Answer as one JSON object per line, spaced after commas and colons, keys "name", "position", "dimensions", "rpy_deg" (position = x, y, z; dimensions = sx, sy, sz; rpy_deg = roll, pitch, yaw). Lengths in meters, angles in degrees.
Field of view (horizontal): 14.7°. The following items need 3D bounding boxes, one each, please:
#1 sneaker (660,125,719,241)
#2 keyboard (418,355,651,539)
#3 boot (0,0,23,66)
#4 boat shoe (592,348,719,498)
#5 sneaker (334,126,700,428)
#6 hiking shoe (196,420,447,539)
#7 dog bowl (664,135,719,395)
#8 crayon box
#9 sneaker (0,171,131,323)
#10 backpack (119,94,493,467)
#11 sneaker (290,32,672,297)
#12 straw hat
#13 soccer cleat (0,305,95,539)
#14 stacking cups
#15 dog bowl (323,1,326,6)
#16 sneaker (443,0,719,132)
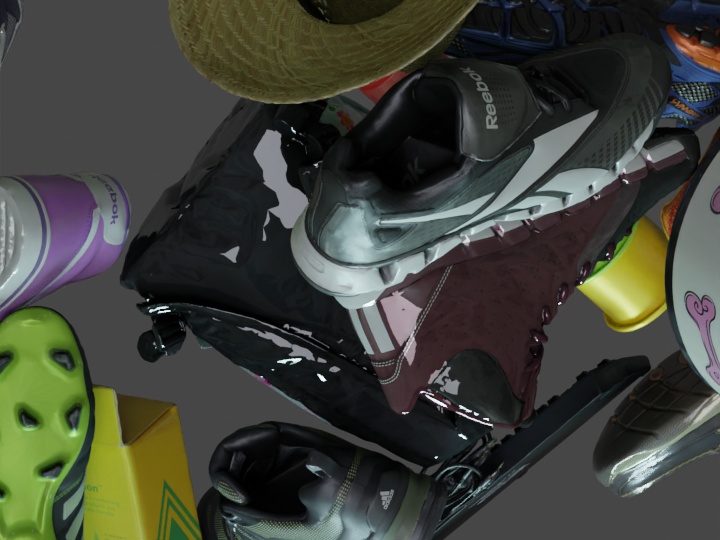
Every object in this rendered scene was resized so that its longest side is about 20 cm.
{"name": "sneaker", "position": [0.221, -0.083, 1.385], "dimensions": [0.200, 0.077, 0.073], "rpy_deg": [-45, 121, 4]}
{"name": "keyboard", "position": [0.060, 0.102, 1.482], "dimensions": [0.200, 0.104, 0.040], "rpy_deg": [-42, 79, 20]}
{"name": "boot", "position": [-0.234, -0.064, 1.421], "dimensions": [0.072, 0.090, 0.201], "rpy_deg": [23, 116, -6]}
{"name": "boat shoe", "position": [0.212, 0.066, 1.456], "dimensions": [0.200, 0.075, 0.073], "rpy_deg": [-35, 108, 21]}
{"name": "sneaker", "position": [0.084, 0.010, 1.329], "dimensions": [0.199, 0.076, 0.116], "rpy_deg": [-22, 102, -19]}
{"name": "hiking shoe", "position": [-0.041, 0.110, 1.454], "dimensions": [0.101, 0.076, 0.200], "rpy_deg": [37, 155, -25]}
{"name": "dog bowl", "position": [0.251, -0.001, 1.349], "dimensions": [0.199, 0.074, 0.201], "rpy_deg": [-9, 118, -19]}
{"name": "crayon box", "position": [-0.150, 0.132, 1.506], "dimensions": [0.127, 0.051, 0.201], "rpy_deg": [9, 121, 31]}
{"name": "sneaker", "position": [-0.195, 0.010, 1.454], "dimensions": [0.200, 0.114, 0.073], "rpy_deg": [-30, 82, 37]}
{"name": "backpack", "position": [0.000, 0.000, 1.413], "dimensions": [0.200, 0.127, 0.167], "rpy_deg": [35, 122, -13]}
{"name": "sneaker", "position": [0.060, -0.062, 1.241], "dimensions": [0.199, 0.067, 0.091], "rpy_deg": [-28, 154, -18]}
{"name": "straw hat", "position": [0.012, -0.142, 1.272], "dimensions": [0.200, 0.202, 0.085], "rpy_deg": [-25, 142, 16]}
{"name": "soccer cleat", "position": [-0.170, 0.113, 1.432], "dimensions": [0.067, 0.081, 0.201], "rpy_deg": [-2, 103, -10]}
{"name": "stacking cups", "position": [0.081, -0.052, 1.402], "dimensions": [0.060, 0.061, 0.200], "rpy_deg": [-40, 115, 21]}
{"name": "dog bowl", "position": [-0.013, -0.206, 1.350], "dimensions": [0.199, 0.059, 0.201], "rpy_deg": [2, 116, 3]}
{"name": "sneaker", "position": [0.110, -0.103, 1.357], "dimensions": [0.199, 0.076, 0.079], "rpy_deg": [9, 132, -24]}
